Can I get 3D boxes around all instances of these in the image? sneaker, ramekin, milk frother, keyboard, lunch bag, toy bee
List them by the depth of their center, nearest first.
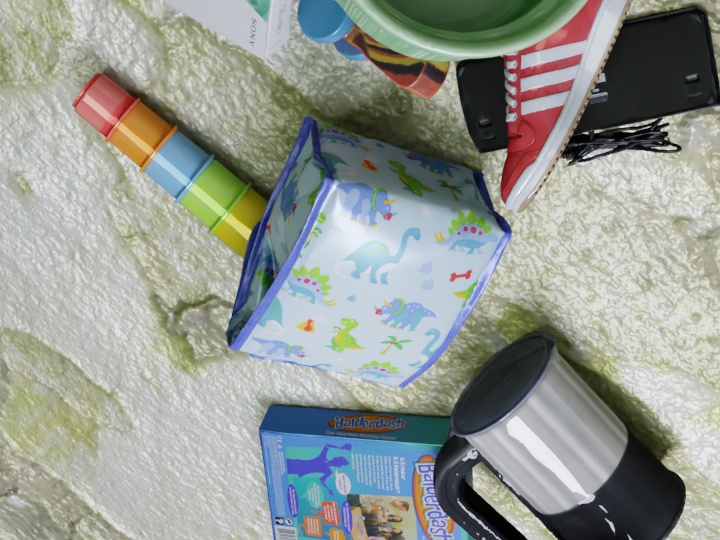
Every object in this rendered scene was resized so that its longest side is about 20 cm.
[{"bbox_3d":[0.061,-0.235,0.858,0.198,0.098,0.203,0,90,-9],"label":"ramekin"},{"bbox_3d":[-0.007,-0.216,0.957,0.199,0.131,0.109,29,99,8],"label":"toy bee"},{"bbox_3d":[0.119,-0.152,0.961,0.112,0.071,0.202,23,97,1],"label":"sneaker"},{"bbox_3d":[0.178,-0.134,1.011,0.198,0.040,0.105,-9,95,20],"label":"keyboard"},{"bbox_3d":[0.000,0.000,1.052,0.168,0.128,0.201,15,118,-20],"label":"lunch bag"},{"bbox_3d":[0.167,0.190,1.089,0.181,0.200,0.188,-45,104,1],"label":"milk frother"}]

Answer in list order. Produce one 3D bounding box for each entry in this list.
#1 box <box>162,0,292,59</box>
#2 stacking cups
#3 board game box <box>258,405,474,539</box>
[{"bbox_3d":[-0.132,-0.255,0.922,0.199,0.036,0.145,30,143,13],"label":"box"},{"bbox_3d":[-0.158,-0.088,1.105,0.199,0.061,0.061,38,122,-6],"label":"stacking cups"},{"bbox_3d":[0.009,0.209,1.245,0.198,0.045,0.154,4,121,13],"label":"board game box"}]
